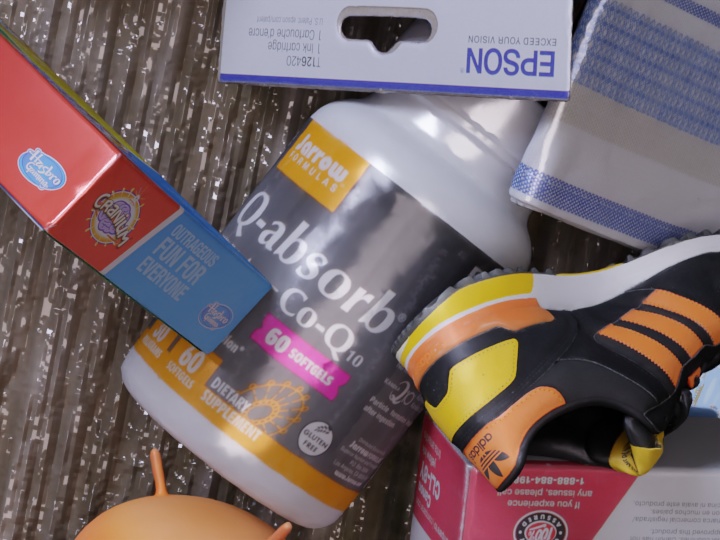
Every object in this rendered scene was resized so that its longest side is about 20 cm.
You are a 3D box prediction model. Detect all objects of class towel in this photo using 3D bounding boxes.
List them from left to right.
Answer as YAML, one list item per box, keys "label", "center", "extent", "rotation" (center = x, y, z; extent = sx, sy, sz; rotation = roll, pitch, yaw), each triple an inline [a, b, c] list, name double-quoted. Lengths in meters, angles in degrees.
- label: "towel"
  center: [0.139, -0.102, 1.177]
  extent: [0.147, 0.024, 0.200]
  rotation: [16, 96, -47]

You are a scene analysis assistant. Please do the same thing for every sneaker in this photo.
- label: "sneaker"
  center: [0.110, 0.044, 1.158]
  extent: [0.200, 0.070, 0.090]
  rotation: [-8, 60, -34]

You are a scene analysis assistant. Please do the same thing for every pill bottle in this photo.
- label: "pill bottle"
  center: [0.000, 0.000, 1.198]
  extent: [0.116, 0.116, 0.200]
  rotation: [37, 92, -5]

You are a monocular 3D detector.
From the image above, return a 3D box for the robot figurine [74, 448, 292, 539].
- label: "robot figurine"
  center: [-0.082, 0.182, 1.199]
  extent: [0.117, 0.144, 0.200]
  rotation: [12, 105, -11]

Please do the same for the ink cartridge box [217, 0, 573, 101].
- label: "ink cartridge box"
  center: [0.025, -0.173, 1.161]
  extent: [0.047, 0.198, 0.200]
  rotation: [-7, 100, -47]

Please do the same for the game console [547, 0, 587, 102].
- label: "game console"
  center: [0.192, -0.115, 1.243]
  extent: [0.177, 0.031, 0.200]
  rotation: [26, 93, -5]

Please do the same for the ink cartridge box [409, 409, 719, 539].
- label: "ink cartridge box"
  center: [0.092, 0.166, 1.207]
  extent: [0.145, 0.083, 0.200]
  rotation: [3, 103, -15]

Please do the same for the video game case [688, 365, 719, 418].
- label: "video game case"
  center: [0.208, 0.095, 1.267]
  extent: [0.200, 0.017, 0.143]
  rotation: [23, 93, -5]

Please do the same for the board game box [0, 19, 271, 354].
- label: "board game box"
  center: [-0.137, -0.064, 1.126]
  extent: [0.040, 0.153, 0.200]
  rotation: [-46, 63, 0]
